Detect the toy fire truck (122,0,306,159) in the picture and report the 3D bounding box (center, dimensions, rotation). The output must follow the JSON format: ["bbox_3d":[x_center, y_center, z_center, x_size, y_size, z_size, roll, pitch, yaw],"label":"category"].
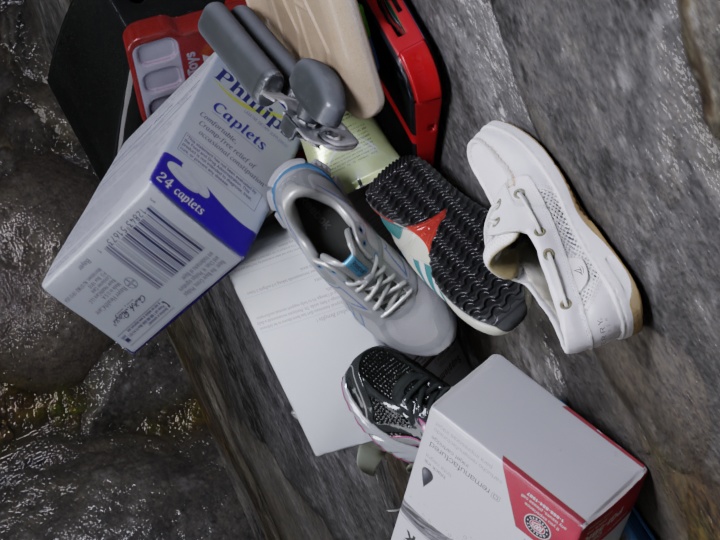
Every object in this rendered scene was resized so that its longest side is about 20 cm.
[{"bbox_3d":[-0.123,-0.167,1.744,0.200,0.167,0.113,86,167,-55],"label":"toy fire truck"}]

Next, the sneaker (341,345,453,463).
[{"bbox_3d":[0.080,0.121,1.540,0.200,0.080,0.086,35,147,6],"label":"sneaker"}]

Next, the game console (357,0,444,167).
[{"bbox_3d":[0.012,-0.186,1.527,0.177,0.031,0.201,83,161,-68],"label":"game console"}]

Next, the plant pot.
[{"bbox_3d":[-0.191,-0.216,1.949,0.200,0.199,0.178,58,154,34],"label":"plant pot"}]

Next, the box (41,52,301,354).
[{"bbox_3d":[-0.151,-0.062,1.632,0.105,0.201,0.184,38,135,-15],"label":"box"}]

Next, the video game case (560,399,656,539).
[{"bbox_3d":[0.195,0.213,1.480,0.200,0.018,0.143,59,165,34],"label":"video game case"}]

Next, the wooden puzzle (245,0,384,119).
[{"bbox_3d":[-0.042,-0.226,1.491,0.200,0.046,0.186,35,147,59],"label":"wooden puzzle"}]

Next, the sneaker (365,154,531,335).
[{"bbox_3d":[0.082,-0.007,1.491,0.200,0.070,0.093,48,179,44],"label":"sneaker"}]

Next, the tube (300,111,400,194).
[{"bbox_3d":[-0.037,-0.155,1.620,0.058,0.052,0.201,-43,64,44],"label":"tube"}]

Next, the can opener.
[{"bbox_3d":[-0.060,-0.156,1.503,0.200,0.052,0.067,47,122,42],"label":"can opener"}]

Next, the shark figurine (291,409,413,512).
[{"bbox_3d":[0.046,0.151,1.816,0.214,0.128,0.090,42,-133,-46],"label":"shark figurine"}]

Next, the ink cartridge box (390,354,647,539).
[{"bbox_3d":[0.109,0.186,1.436,0.147,0.083,0.201,37,139,22],"label":"ink cartridge box"}]

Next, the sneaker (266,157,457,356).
[{"bbox_3d":[0.000,0.000,1.535,0.200,0.075,0.087,44,-172,-11],"label":"sneaker"}]

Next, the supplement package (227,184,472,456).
[{"bbox_3d":[-0.011,0.038,1.663,0.116,0.117,0.201,-18,102,33],"label":"supplement package"}]

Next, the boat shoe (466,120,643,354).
[{"bbox_3d":[0.112,-0.024,1.293,0.200,0.069,0.071,57,165,40],"label":"boat shoe"}]
